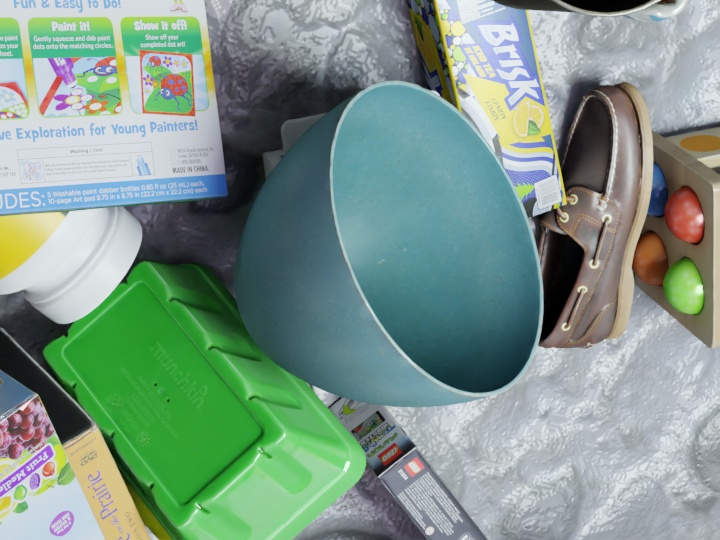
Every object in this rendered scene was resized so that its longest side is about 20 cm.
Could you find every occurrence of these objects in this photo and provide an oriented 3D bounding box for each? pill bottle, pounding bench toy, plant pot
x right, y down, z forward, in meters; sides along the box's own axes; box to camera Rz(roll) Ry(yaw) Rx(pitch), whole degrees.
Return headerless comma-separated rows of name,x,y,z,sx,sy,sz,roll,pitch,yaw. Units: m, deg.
pill bottle,-0.234,-0.058,1.156,0.112,0.112,0.200,-47,119,3
pounding bench toy,0.280,0.000,1.364,0.156,0.124,0.200,-12,115,-15
plant pot,0.000,0.000,1.165,0.135,0.200,0.200,-23,127,36

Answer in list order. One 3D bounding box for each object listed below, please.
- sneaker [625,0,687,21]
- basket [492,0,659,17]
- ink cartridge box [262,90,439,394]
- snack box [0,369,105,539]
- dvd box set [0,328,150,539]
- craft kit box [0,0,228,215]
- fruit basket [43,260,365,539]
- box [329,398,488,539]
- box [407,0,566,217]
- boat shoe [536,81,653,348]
sneaker,0.146,-0.243,1.239,0.200,0.081,0.077,39,96,-26
basket,0.120,-0.222,1.099,0.136,0.200,0.181,7,87,-8
ink cartridge box,0.002,-0.028,1.281,0.116,0.068,0.200,-13,116,-13
snack box,-0.229,0.132,1.131,0.068,0.169,0.200,-37,132,-26
dvd box set,-0.181,0.146,1.219,0.029,0.146,0.200,-33,129,-18
craft kit box,-0.180,-0.133,1.108,0.200,0.048,0.198,-6,92,-40
fruit basket,-0.105,0.112,1.254,0.155,0.216,0.216,-42,119,0
box,0.059,0.179,1.365,0.035,0.110,0.200,-38,119,-2
box,0.082,-0.132,1.266,0.064,0.070,0.200,-19,117,-11
boat shoe,0.160,-0.034,1.335,0.070,0.070,0.200,-7,114,-22
